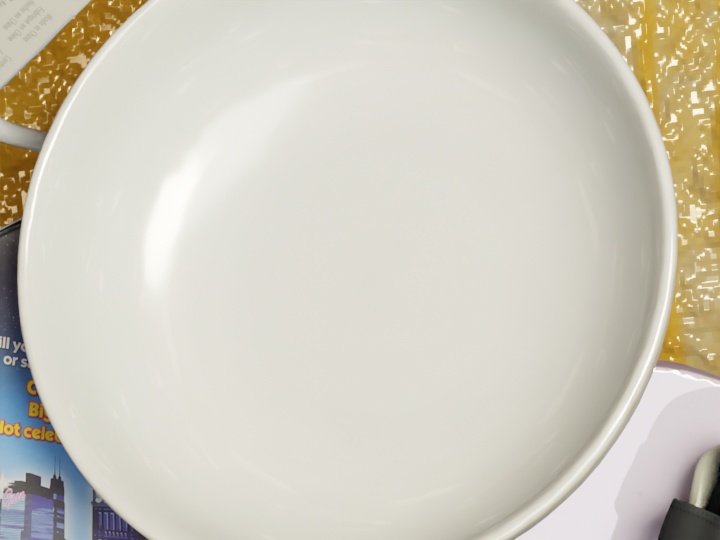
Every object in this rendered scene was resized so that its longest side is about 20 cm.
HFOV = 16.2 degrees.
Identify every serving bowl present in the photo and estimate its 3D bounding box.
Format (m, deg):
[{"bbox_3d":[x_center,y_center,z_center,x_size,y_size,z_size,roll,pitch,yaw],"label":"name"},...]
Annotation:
[{"bbox_3d":[0.000,0.000,0.765,0.199,0.066,0.201,-3,77,14],"label":"serving bowl"}]

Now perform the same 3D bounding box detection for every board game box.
[{"bbox_3d":[-0.129,0.058,0.791,0.199,0.062,0.201,12,73,-29],"label":"board game box"}]

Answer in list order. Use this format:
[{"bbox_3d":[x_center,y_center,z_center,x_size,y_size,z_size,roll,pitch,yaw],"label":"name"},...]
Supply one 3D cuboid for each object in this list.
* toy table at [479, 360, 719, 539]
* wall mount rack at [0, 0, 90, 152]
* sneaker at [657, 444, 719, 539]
[{"bbox_3d":[0.116,0.107,0.839,0.183,0.117,0.200,-33,96,0],"label":"toy table"},{"bbox_3d":[-0.084,-0.099,0.796,0.174,0.075,0.200,40,119,-17],"label":"wall mount rack"},{"bbox_3d":[0.115,0.099,0.743,0.079,0.078,0.200,45,80,-12],"label":"sneaker"}]
